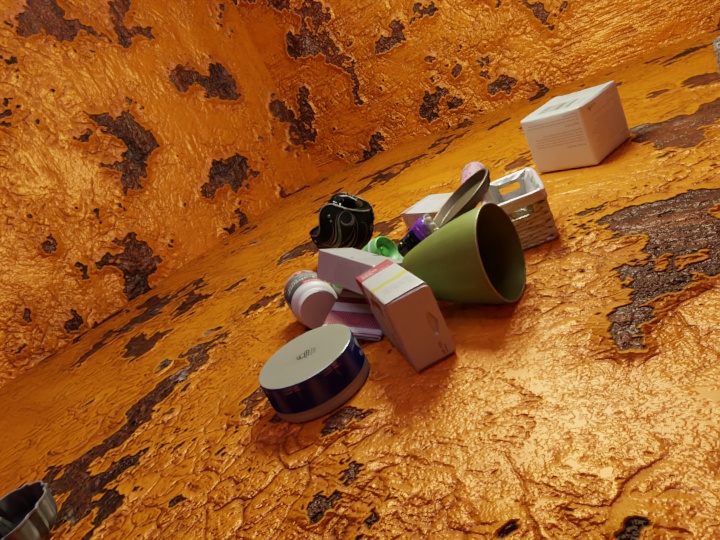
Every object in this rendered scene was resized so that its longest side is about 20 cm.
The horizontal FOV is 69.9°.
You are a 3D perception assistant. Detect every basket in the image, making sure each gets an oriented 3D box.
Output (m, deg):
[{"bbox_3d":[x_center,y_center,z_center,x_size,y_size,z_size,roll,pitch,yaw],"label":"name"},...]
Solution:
[{"bbox_3d":[0.358,-0.136,1.175,0.135,0.123,0.200,-21,18,18],"label":"basket"}]

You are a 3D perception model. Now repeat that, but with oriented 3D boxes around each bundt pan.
[{"bbox_3d":[-0.652,0.491,0.947,0.202,0.076,0.202,-25,19,9],"label":"bundt pan"}]

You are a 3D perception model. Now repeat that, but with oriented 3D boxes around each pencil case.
[{"bbox_3d":[0.365,-0.285,1.645,0.087,0.088,0.200,-21,20,19],"label":"pencil case"}]

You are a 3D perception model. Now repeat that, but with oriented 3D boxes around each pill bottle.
[{"bbox_3d":[-0.121,0.073,1.286,0.116,0.116,0.200,-30,18,-9],"label":"pill bottle"}]

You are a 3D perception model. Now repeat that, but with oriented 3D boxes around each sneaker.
[{"bbox_3d":[0.128,-0.063,1.134,0.099,0.070,0.200,-36,-6,5],"label":"sneaker"}]

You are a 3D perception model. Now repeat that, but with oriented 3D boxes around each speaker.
[{"bbox_3d":[0.007,-0.003,1.274,0.200,0.088,0.088,-40,5,43],"label":"speaker"}]

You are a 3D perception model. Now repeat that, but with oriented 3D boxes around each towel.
[{"bbox_3d":[0.009,0.083,1.151,0.144,0.023,0.200,2,35,21],"label":"towel"}]

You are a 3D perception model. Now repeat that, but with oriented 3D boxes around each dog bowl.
[{"bbox_3d":[-0.088,0.190,0.980,0.200,0.079,0.200,-24,18,8],"label":"dog bowl"}]

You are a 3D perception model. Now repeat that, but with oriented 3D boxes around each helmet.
[{"bbox_3d":[-0.059,-0.135,1.650,0.200,0.191,0.200,12,26,-6],"label":"helmet"}]

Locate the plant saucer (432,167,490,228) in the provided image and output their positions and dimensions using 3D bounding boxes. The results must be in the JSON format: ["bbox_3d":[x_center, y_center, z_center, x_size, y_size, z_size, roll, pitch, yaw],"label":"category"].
[{"bbox_3d":[0.244,-0.163,1.243,0.200,0.029,0.200,-50,8,9],"label":"plant saucer"}]

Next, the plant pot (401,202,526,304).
[{"bbox_3d":[0.184,-0.012,0.996,0.200,0.187,0.187,-16,21,39],"label":"plant pot"}]

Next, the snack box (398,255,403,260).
[{"bbox_3d":[0.185,-0.029,1.213,0.169,0.068,0.200,-32,17,-13],"label":"snack box"}]

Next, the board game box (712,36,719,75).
[{"bbox_3d":[1.028,-0.544,1.296,0.097,0.160,0.200,-32,18,-12],"label":"board game box"}]

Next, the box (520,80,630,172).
[{"bbox_3d":[0.614,-0.405,1.474,0.200,0.171,0.199,-36,20,-27],"label":"box"}]

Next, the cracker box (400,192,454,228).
[{"bbox_3d":[0.236,-0.184,1.584,0.134,0.058,0.200,-34,20,-23],"label":"cracker box"}]

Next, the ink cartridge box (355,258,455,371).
[{"bbox_3d":[0.078,0.075,0.951,0.083,0.145,0.200,-29,18,-7],"label":"ink cartridge box"}]

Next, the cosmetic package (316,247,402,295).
[{"bbox_3d":[0.000,0.000,1.138,0.102,0.074,0.200,-6,16,-40],"label":"cosmetic package"}]
